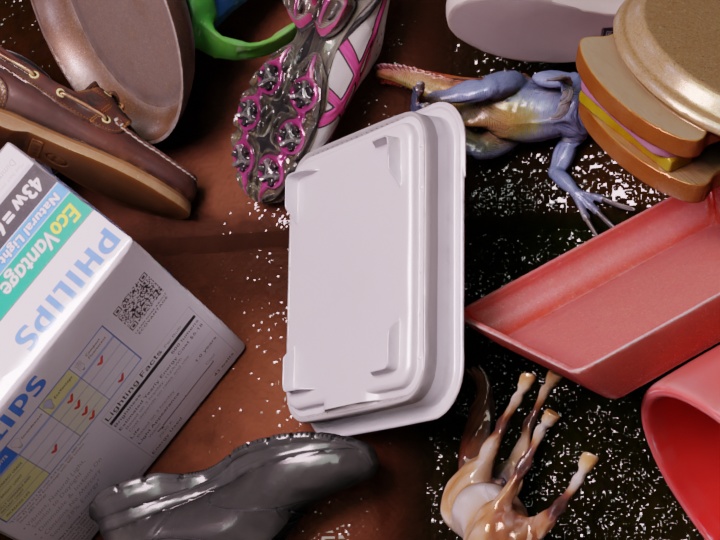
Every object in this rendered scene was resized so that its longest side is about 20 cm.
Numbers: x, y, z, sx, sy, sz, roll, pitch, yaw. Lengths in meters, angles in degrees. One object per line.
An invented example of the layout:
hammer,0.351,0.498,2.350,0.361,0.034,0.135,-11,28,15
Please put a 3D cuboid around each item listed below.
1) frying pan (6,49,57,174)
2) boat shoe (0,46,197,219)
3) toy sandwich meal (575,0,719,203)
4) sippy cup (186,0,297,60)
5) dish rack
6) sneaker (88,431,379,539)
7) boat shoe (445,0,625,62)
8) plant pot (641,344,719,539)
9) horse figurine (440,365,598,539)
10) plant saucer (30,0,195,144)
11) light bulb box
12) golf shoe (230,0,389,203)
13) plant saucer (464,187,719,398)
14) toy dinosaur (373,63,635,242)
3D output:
frying pan,-0.250,-0.088,1.287,0.031,0.114,0.191,-40,45,35
boat shoe,-0.199,-0.103,1.257,0.199,0.070,0.071,26,69,-19
toy sandwich meal,0.233,-0.109,1.104,0.203,0.071,0.206,10,39,-8
sippy cup,-0.104,-0.247,1.295,0.130,0.179,0.139,-29,26,-22
dish rack,0.000,0.000,1.148,0.171,0.043,0.202,-17,69,52
sneaker,-0.076,0.161,1.161,0.199,0.076,0.091,-20,73,18
boat shoe,0.154,-0.195,1.205,0.198,0.075,0.093,3,61,-7
plant pot,0.284,0.092,1.002,0.177,0.201,0.200,-37,61,-12
horse figurine,0.084,0.131,1.081,0.050,0.200,0.133,26,104,-13
plant saucer,-0.175,-0.188,1.279,0.032,0.201,0.200,-28,57,-30
light bulb box,-0.207,0.060,1.166,0.124,0.200,0.199,35,82,27
golf shoe,-0.023,-0.137,1.255,0.072,0.092,0.201,31,104,36
plant saucer,0.178,0.011,1.070,0.199,0.200,0.037,-27,104,-11
toy dinosaur,0.121,-0.120,1.197,0.180,0.105,0.201,-16,50,-10
